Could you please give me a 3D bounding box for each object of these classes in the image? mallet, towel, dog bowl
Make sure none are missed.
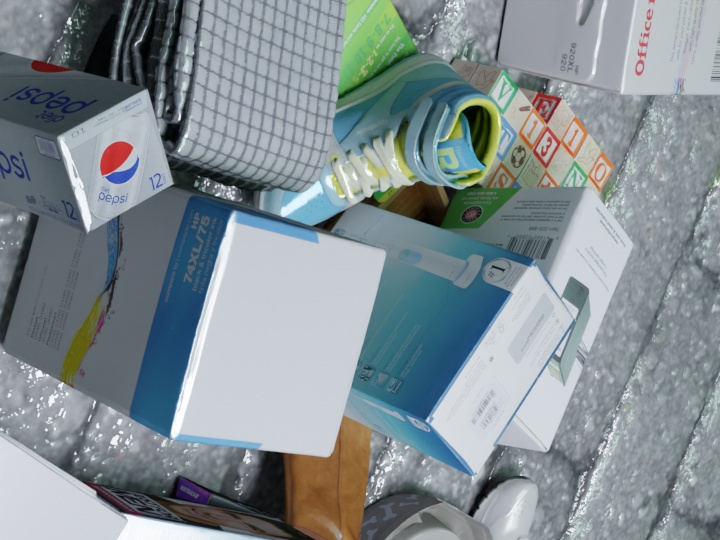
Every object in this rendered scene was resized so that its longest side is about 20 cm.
[{"bbox_3d":[-0.129,-0.106,1.115,0.200,0.041,0.066,42,73,-49],"label":"mallet"},{"bbox_3d":[-0.091,-0.162,1.055,0.165,0.085,0.203,13,81,-55],"label":"towel"},{"bbox_3d":[0.038,0.298,1.410,0.199,0.058,0.203,-18,116,-41],"label":"dog bowl"}]

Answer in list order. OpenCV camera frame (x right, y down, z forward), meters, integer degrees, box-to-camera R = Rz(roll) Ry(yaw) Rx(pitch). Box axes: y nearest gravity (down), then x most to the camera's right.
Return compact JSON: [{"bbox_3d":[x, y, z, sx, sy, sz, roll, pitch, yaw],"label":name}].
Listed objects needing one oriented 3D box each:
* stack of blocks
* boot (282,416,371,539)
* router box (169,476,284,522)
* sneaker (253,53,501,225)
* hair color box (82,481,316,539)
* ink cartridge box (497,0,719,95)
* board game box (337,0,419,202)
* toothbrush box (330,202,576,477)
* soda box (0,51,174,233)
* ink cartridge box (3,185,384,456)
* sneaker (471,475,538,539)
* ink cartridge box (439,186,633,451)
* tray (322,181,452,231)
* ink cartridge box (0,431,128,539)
[{"bbox_3d":[0.137,-0.104,1.364,0.200,0.058,0.116,42,74,-44],"label":"stack of blocks"},{"bbox_3d":[-0.008,0.222,1.286,0.187,0.068,0.202,26,52,-39],"label":"boot"},{"bbox_3d":[-0.102,0.271,1.262,0.199,0.051,0.151,31,81,-45],"label":"router box"},{"bbox_3d":[0.020,-0.084,1.156,0.199,0.130,0.080,-39,126,-12],"label":"sneaker"},{"bbox_3d":[-0.129,0.206,1.122,0.198,0.099,0.061,17,88,-31],"label":"hair color box"},{"bbox_3d":[0.245,-0.239,1.361,0.199,0.144,0.149,-5,107,-44],"label":"ink cartridge box"},{"bbox_3d":[0.002,-0.155,1.211,0.095,0.030,0.201,-41,124,-12],"label":"board game box"},{"bbox_3d":[0.038,0.046,1.165,0.147,0.199,0.085,-55,135,-16],"label":"toothbrush box"},{"bbox_3d":[-0.202,-0.084,0.927,0.068,0.199,0.064,-33,124,-32],"label":"soda box"},{"bbox_3d":[-0.116,0.022,1.042,0.146,0.199,0.148,13,93,-47],"label":"ink cartridge box"},{"bbox_3d":[0.143,0.301,1.496,0.074,0.087,0.202,11,95,-44],"label":"sneaker"},{"bbox_3d":[0.114,0.036,1.251,0.084,0.145,0.201,45,62,-37],"label":"ink cartridge box"},{"bbox_3d":[0.000,0.000,1.281,0.200,0.037,0.099,-46,131,-25],"label":"tray"},{"bbox_3d":[-0.283,0.191,0.984,0.146,0.146,0.201,45,72,-43],"label":"ink cartridge box"}]
